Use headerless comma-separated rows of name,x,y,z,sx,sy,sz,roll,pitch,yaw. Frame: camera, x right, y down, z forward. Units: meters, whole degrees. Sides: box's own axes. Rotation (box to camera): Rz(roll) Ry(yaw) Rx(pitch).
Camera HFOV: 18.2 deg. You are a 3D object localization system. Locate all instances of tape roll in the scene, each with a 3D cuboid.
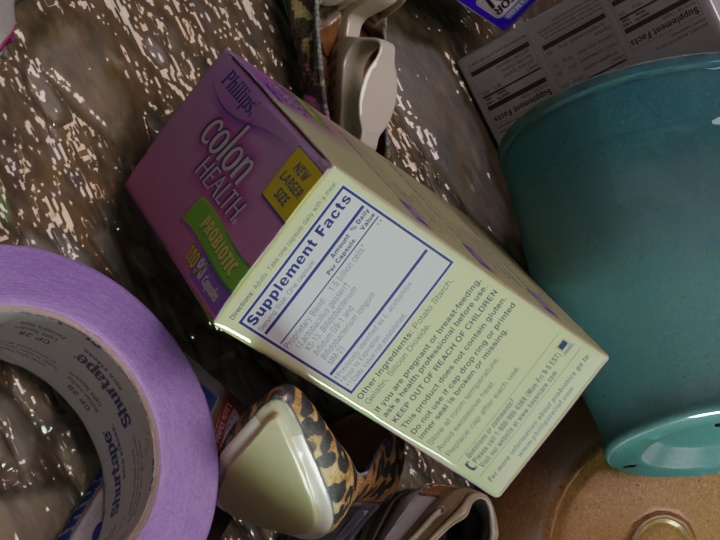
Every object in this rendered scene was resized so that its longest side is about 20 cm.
tape roll,-0.170,0.091,1.072,0.199,0.066,0.201,13,63,-27

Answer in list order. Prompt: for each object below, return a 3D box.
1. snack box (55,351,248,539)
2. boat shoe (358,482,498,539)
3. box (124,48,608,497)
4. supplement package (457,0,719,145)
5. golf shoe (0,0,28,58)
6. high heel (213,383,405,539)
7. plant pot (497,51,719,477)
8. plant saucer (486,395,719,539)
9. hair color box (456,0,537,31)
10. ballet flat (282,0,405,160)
snack box,-0.114,0.139,1.145,0.072,0.024,0.200,42,53,-18
boat shoe,0.019,0.202,1.201,0.075,0.068,0.201,33,58,-27
box,0.000,0.000,1.171,0.200,0.176,0.097,34,99,-31
supplement package,0.192,-0.137,1.379,0.155,0.200,0.111,-28,92,-41
golf shoe,-0.199,-0.167,1.159,0.091,0.075,0.200,41,51,-16
high heel,-0.016,0.079,1.159,0.071,0.200,0.143,21,56,15
plant pot,0.188,0.007,1.235,0.199,0.200,0.189,8,65,-37
plant saucer,0.168,0.159,1.298,0.199,0.035,0.201,0,90,-13
hair color box,0.027,-0.241,1.354,0.200,0.065,0.110,30,34,-29
ballet flat,-0.005,-0.129,1.302,0.069,0.071,0.201,10,67,-35
